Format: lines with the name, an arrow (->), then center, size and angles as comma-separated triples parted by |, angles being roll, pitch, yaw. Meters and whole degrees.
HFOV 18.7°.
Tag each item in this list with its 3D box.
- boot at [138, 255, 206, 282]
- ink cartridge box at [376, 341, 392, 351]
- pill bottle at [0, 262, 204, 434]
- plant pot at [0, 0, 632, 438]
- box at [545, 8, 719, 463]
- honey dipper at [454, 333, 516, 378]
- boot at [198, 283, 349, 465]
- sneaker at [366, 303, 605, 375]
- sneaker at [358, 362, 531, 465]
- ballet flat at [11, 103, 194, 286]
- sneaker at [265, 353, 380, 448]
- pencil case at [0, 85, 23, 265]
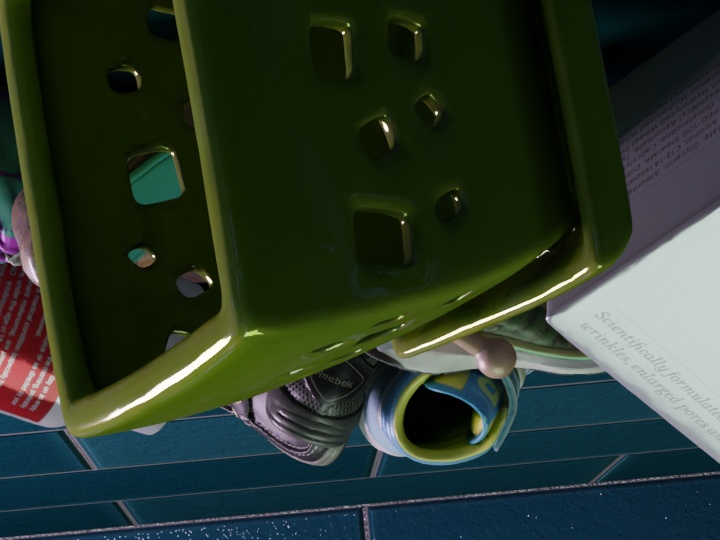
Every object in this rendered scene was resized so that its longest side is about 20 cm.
boot -> -0.096, -0.025, 1.289 | 0.198, 0.073, 0.166 | -5, 180, -11
ink cartridge box -> 0.034, -0.031, 1.020 | 0.103, 0.060, 0.200 | -18, 158, 3
pill bottle -> -0.187, 0.015, 1.134 | 0.199, 0.113, 0.112 | 21, 159, -19
plant pot -> -0.016, -0.057, 0.826 | 0.180, 0.201, 0.200 | -6, 169, -27
box -> 0.216, -0.015, 0.956 | 0.199, 0.131, 0.200 | 38, 125, -25
honey dipper -> 0.000, 0.000, 1.197 | 0.199, 0.038, 0.038 | 34, 161, -5
boot -> -0.110, 0.053, 1.394 | 0.153, 0.074, 0.203 | 11, -158, -42
sneaker -> 0.095, 0.006, 1.241 | 0.198, 0.089, 0.077 | -3, -153, -14
sneaker -> 0.089, 0.048, 1.327 | 0.200, 0.080, 0.131 | -44, -170, -2
ballet flat -> -0.078, -0.066, 1.003 | 0.199, 0.067, 0.068 | -33, 128, -11
sneaker -> -0.011, 0.013, 1.352 | 0.076, 0.115, 0.200 | 23, -155, -9
pencil case -> -0.109, -0.042, 1.085 | 0.199, 0.093, 0.085 | 0, 154, -31
